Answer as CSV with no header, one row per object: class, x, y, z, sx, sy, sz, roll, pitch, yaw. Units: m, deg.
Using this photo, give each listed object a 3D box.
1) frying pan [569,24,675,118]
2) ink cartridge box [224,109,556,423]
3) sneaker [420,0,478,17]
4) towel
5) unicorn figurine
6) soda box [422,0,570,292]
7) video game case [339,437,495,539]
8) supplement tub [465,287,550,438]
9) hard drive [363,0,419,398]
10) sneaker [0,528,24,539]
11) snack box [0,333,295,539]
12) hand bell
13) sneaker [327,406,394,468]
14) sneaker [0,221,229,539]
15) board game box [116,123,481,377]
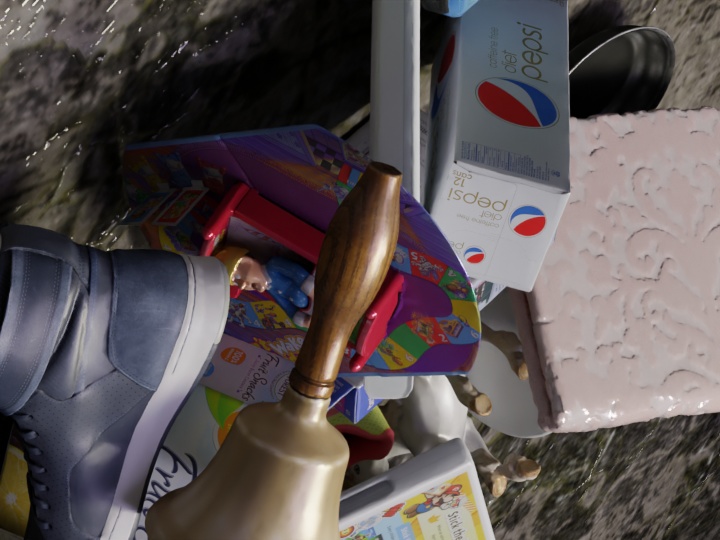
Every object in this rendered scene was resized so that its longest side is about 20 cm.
frying pan,0.121,-0.083,1.613,0.190,0.031,0.115,-43,150,1
ink cartridge box,0.000,0.000,1.400,0.200,0.119,0.042,-40,154,-29
sneaker,0.109,-0.198,1.377,0.200,0.090,0.079,-42,153,-26
towel,0.165,-0.003,1.568,0.199,0.192,0.032,-5,167,-38
unicorn figurine,0.045,0.088,1.610,0.074,0.137,0.201,-12,118,-42
soda box,0.072,-0.078,1.374,0.200,0.063,0.068,-83,-170,-55
video game case,-0.007,0.184,1.527,0.181,0.023,0.200,-25,150,-4
supplement tub,0.147,0.006,1.655,0.200,0.132,0.132,-32,147,-39
hard drive,0.017,-0.054,1.324,0.132,0.027,0.201,91,1,-52
sneaker,-0.169,0.199,1.299,0.106,0.199,0.075,-60,-175,27
snack box,-0.111,0.116,1.318,0.053,0.142,0.201,-62,171,-55
hand bell,-0.019,0.044,1.183,0.104,0.104,0.201,-9,124,-57
sneaker,-0.061,0.132,1.496,0.200,0.090,0.078,-46,156,-15
sneaker,-0.163,0.066,1.197,0.146,0.077,0.203,10,119,-26
board game box,-0.038,0.007,1.238,0.039,0.199,0.158,-53,123,-33
